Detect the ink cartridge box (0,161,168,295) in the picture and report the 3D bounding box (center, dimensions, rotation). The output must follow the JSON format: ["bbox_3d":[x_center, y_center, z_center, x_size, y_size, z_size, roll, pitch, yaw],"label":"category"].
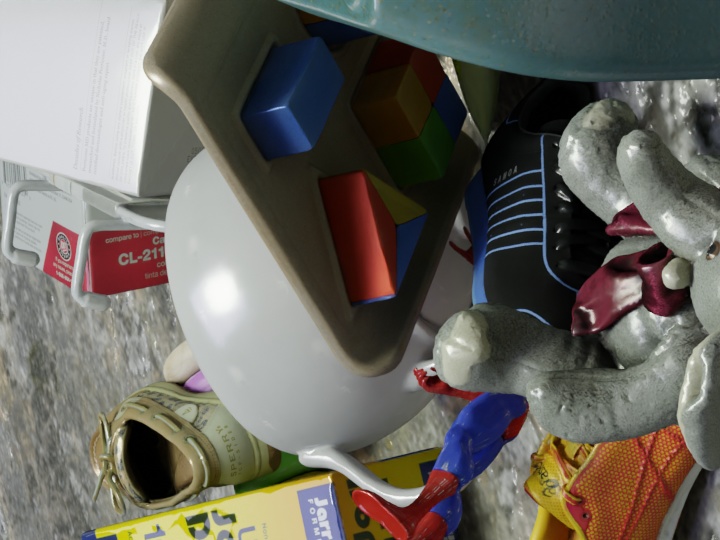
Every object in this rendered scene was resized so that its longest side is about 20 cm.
[{"bbox_3d":[-0.184,-0.100,1.838,0.146,0.082,0.202,27,123,56],"label":"ink cartridge box"}]

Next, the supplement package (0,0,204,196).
[{"bbox_3d":[-0.171,-0.125,1.658,0.199,0.121,0.121,14,102,30],"label":"supplement package"}]

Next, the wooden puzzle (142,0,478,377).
[{"bbox_3d":[-0.009,-0.079,1.304,0.046,0.186,0.200,-16,124,33],"label":"wooden puzzle"}]

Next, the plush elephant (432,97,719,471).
[{"bbox_3d":[0.147,0.003,1.154,0.200,0.165,0.155,36,153,11],"label":"plush elephant"}]

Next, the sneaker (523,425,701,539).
[{"bbox_3d":[0.123,0.086,1.314,0.073,0.077,0.201,43,128,50],"label":"sneaker"}]

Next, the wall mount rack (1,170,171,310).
[{"bbox_3d":[-0.117,-0.016,1.656,0.200,0.173,0.075,26,111,58],"label":"wall mount rack"}]

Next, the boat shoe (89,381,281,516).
[{"bbox_3d":[-0.122,0.109,1.648,0.200,0.062,0.074,-19,94,58],"label":"boat shoe"}]

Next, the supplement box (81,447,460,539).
[{"bbox_3d":[-0.047,0.179,1.567,0.199,0.109,0.110,-17,85,37],"label":"supplement box"}]

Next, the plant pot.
[{"bbox_3d":[0.060,-0.183,1.207,0.196,0.199,0.197,25,123,58],"label":"plant pot"}]

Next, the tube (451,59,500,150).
[{"bbox_3d":[0.052,-0.164,1.391,0.052,0.058,0.202,3,105,43],"label":"tube"}]

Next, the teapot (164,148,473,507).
[{"bbox_3d":[0.000,0.000,1.452,0.145,0.198,0.201,-21,113,27],"label":"teapot"}]

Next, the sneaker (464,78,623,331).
[{"bbox_3d":[0.095,-0.019,1.292,0.201,0.070,0.078,-104,36,-54],"label":"sneaker"}]

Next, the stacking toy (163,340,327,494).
[{"bbox_3d":[-0.048,0.130,1.674,0.201,0.085,0.085,66,151,14],"label":"stacking toy"}]

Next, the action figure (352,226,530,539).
[{"bbox_3d":[0.045,0.058,1.321,0.099,0.200,0.065,36,140,20],"label":"action figure"}]
